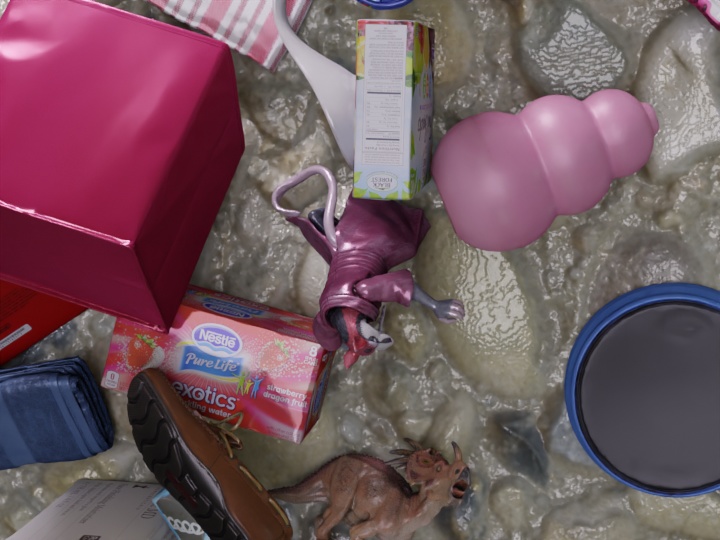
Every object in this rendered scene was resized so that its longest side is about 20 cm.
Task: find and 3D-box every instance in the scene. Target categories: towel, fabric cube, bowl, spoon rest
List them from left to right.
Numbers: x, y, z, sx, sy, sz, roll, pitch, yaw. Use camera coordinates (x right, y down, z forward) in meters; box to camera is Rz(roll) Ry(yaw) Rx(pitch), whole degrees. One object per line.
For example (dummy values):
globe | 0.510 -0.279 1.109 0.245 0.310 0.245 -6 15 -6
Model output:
towel | -0.349 0.146 1.324 0.199 0.049 0.112 -10 122 10
fabric cube | -0.228 -0.092 1.164 0.195 0.200 0.200 17 68 7
towel | -0.130 -0.295 1.246 0.199 0.030 0.147 30 102 1
spoon rest | -0.035 -0.186 1.210 0.060 0.099 0.201 -15 92 8
bowl | 0.287 0.113 1.231 0.199 0.039 0.202 1 99 9

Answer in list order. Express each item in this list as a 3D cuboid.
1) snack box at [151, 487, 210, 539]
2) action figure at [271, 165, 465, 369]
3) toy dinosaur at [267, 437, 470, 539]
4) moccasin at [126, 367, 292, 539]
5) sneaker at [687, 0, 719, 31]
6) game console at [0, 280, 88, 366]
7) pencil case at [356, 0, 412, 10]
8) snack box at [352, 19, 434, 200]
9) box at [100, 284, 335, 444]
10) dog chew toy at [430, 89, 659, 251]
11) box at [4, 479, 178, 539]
snack box | -0.112 0.273 1.279 0.037 0.116 0.200 -34 92 12
action figure | 0.000 0.000 1.178 0.134 0.200 0.149 -32 117 26
toy dinosaur | 0.014 0.208 1.272 0.199 0.086 0.136 14 90 23
moccasin | -0.134 0.169 1.200 0.201 0.078 0.074 47 133 10
sneaker | 0.319 -0.253 1.150 0.200 0.081 0.088 35 104 2
game console | -0.383 -0.006 1.332 0.200 0.119 0.172 -32 123 13
pencil case | 0.010 -0.270 1.135 0.086 0.200 0.078 12 107 -7
snack box | 0.031 -0.139 1.152 0.053 0.200 0.143 4 99 8
box | -0.129 0.080 1.264 0.199 0.095 0.100 16 100 7
dog chew toy | 0.165 -0.097 1.183 0.199 0.125 0.125 -23 94 4
box | -0.239 0.321 1.264 0.130 0.199 0.201 3 99 8
